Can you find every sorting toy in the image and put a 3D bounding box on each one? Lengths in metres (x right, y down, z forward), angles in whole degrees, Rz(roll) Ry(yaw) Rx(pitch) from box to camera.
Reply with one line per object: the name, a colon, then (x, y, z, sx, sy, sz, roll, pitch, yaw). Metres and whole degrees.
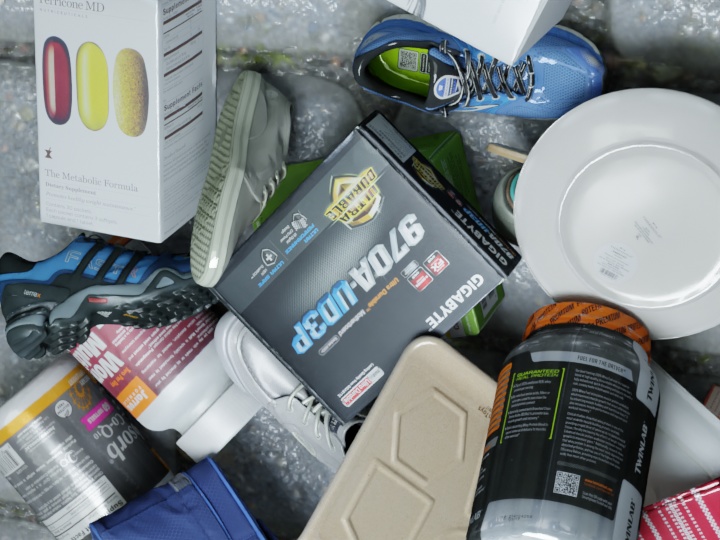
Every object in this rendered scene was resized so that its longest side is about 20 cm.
sorting toy: (0.057, 0.175, 1.536, 0.185, 0.200, 0.036, 37, 169, -28)

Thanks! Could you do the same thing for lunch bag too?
lunch bag: (-0.114, 0.261, 1.637, 0.200, 0.132, 0.136, 53, 164, 21)

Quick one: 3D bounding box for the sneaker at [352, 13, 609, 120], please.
sneaker: (0.086, -0.142, 1.506, 0.199, 0.089, 0.079, 6, 114, 18)

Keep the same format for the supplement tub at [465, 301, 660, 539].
supplement tub: (0.152, 0.132, 1.473, 0.122, 0.201, 0.123, 11, 151, 6)

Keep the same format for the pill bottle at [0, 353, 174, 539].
pill bottle: (-0.234, 0.181, 1.762, 0.116, 0.116, 0.200, -37, 95, 30)

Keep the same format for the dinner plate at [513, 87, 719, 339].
dinner plate: (0.209, -0.035, 1.465, 0.199, 0.024, 0.201, 5, 117, 11)

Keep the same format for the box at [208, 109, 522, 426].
box: (0.000, 0.000, 1.540, 0.159, 0.046, 0.200, 46, 121, -1)

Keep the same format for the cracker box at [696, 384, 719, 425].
cracker box: (0.341, 0.189, 1.560, 0.199, 0.058, 0.134, 20, 118, 13)

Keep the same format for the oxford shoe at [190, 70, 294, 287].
oxford shoe: (-0.088, -0.070, 1.561, 0.058, 0.201, 0.075, 25, 141, -17)

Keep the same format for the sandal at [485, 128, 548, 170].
sandal: (0.205, -0.090, 1.502, 0.211, 0.078, 0.070, 19, 98, 8)

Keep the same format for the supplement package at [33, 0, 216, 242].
supplement package: (-0.186, -0.141, 1.607, 0.113, 0.110, 0.201, 9, 115, 18)

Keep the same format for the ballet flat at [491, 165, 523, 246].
ballet flat: (0.194, -0.022, 1.534, 0.199, 0.068, 0.064, 22, 151, 2)

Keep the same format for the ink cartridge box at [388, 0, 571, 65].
ink cartridge box: (0.059, -0.242, 1.442, 0.200, 0.146, 0.084, 29, 119, 9)

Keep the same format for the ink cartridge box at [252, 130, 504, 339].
ink cartridge box: (-0.003, -0.015, 1.605, 0.199, 0.076, 0.148, -9, 108, 24)

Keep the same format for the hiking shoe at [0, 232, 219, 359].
hiking shoe: (-0.193, 0.002, 1.602, 0.087, 0.199, 0.074, 68, 155, 19)

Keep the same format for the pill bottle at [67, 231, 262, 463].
pill bottle: (-0.172, 0.063, 1.688, 0.200, 0.110, 0.110, 45, 121, 0)

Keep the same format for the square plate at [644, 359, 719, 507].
square plate: (0.213, 0.174, 1.574, 0.198, 0.028, 0.200, 44, 129, 30)

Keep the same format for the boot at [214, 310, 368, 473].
boot: (-0.030, 0.107, 1.627, 0.200, 0.096, 0.074, 45, 79, -26)

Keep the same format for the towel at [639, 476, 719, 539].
towel: (0.222, 0.237, 1.529, 0.199, 0.023, 0.145, -23, 115, 25)
